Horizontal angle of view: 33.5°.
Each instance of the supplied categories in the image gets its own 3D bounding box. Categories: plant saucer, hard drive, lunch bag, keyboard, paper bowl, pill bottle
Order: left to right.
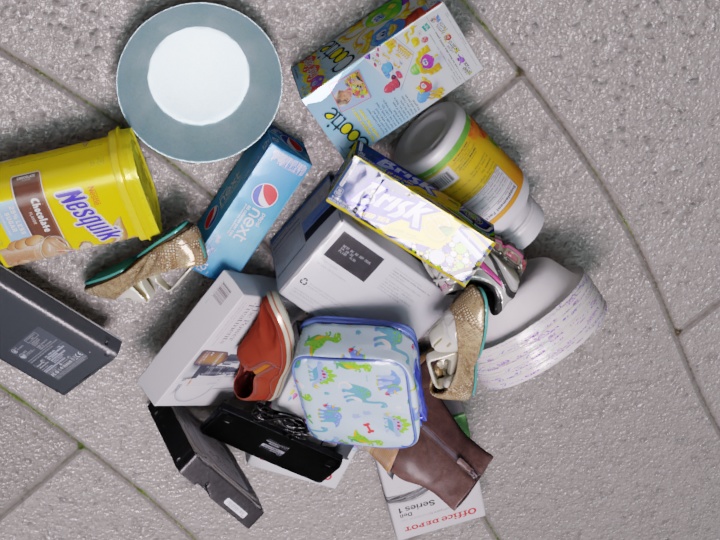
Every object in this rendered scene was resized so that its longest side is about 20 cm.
[{"bbox_3d":[-0.427,0.078,1.541,0.199,0.033,0.139,36,131,-27],"label":"hard drive"},{"bbox_3d":[-0.193,-0.229,1.442,0.199,0.039,0.203,-5,120,-8],"label":"plant saucer"},{"bbox_3d":[-0.210,0.251,1.615,0.038,0.200,0.140,-45,118,-3],"label":"hard drive"},{"bbox_3d":[-0.110,0.222,1.628,0.199,0.040,0.104,27,135,-23],"label":"keyboard"},{"bbox_3d":[0.003,0.145,1.527,0.159,0.083,0.201,2,139,12],"label":"lunch bag"},{"bbox_3d":[0.146,-0.112,1.535,0.111,0.111,0.200,-42,119,13],"label":"pill bottle"},{"bbox_3d":[0.220,0.059,1.597,0.200,0.201,0.105,-33,99,8],"label":"paper bowl"}]

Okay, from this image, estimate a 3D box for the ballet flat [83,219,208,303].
[{"bbox_3d":[-0.269,0.005,1.508,0.199,0.071,0.066,-26,103,34],"label":"ballet flat"}]

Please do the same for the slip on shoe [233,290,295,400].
[{"bbox_3d":[-0.125,0.103,1.530,0.061,0.074,0.201,-12,145,-24],"label":"slip on shoe"}]

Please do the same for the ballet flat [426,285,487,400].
[{"bbox_3d":[0.116,0.098,1.492,0.065,0.071,0.201,-7,136,-9],"label":"ballet flat"}]

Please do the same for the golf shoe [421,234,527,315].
[{"bbox_3d":[0.111,-0.020,1.501,0.199,0.093,0.073,27,157,-4],"label":"golf shoe"}]

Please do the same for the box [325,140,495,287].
[{"bbox_3d":[0.060,-0.068,1.422,0.199,0.064,0.070,31,111,-9],"label":"box"}]

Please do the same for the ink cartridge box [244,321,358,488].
[{"bbox_3d":[-0.061,0.193,1.680,0.145,0.083,0.201,18,114,-20],"label":"ink cartridge box"}]

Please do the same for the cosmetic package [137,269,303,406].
[{"bbox_3d":[-0.178,0.093,1.575,0.200,0.052,0.150,-50,155,18],"label":"cosmetic package"}]

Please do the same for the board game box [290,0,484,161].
[{"bbox_3d":[0.030,-0.243,1.442,0.199,0.103,0.105,-33,121,8],"label":"board game box"}]

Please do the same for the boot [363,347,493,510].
[{"bbox_3d":[0.112,0.216,1.650,0.165,0.200,0.073,31,148,12],"label":"boot"}]

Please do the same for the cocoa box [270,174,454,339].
[{"bbox_3d":[0.000,0.000,1.556,0.199,0.132,0.133,34,109,-26],"label":"cocoa box"}]

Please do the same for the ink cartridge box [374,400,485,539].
[{"bbox_3d":[0.096,0.284,1.763,0.145,0.085,0.202,-16,120,-2],"label":"ink cartridge box"}]

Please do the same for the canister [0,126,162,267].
[{"bbox_3d":[-0.354,-0.084,1.449,0.198,0.087,0.149,-13,144,-2],"label":"canister"}]

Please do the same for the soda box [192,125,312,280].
[{"bbox_3d":[-0.144,-0.083,1.517,0.064,0.068,0.201,27,110,-26],"label":"soda box"}]
